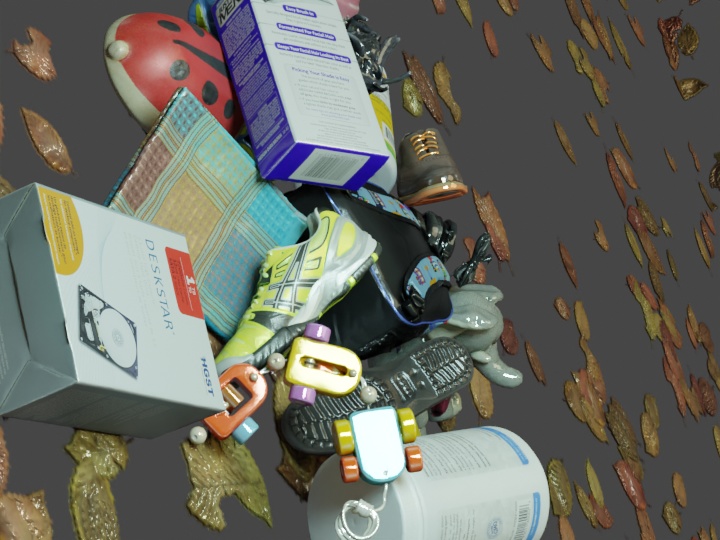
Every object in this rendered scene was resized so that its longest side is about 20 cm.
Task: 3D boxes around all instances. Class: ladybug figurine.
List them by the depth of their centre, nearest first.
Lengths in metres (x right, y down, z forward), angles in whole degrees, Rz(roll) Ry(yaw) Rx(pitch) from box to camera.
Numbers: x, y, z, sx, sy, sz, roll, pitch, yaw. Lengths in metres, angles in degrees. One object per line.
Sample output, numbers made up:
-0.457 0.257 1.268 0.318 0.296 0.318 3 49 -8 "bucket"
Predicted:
-0.162 -0.175 1.638 0.200 0.072 0.136 20 51 -61 "ladybug figurine"

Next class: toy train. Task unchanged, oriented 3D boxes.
-0.046 0.135 1.507 0.200 0.150 0.056 40 -16 3 "toy train"

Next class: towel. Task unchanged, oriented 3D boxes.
-0.132 -0.044 1.559 0.200 0.022 0.147 49 59 -39 "towel"

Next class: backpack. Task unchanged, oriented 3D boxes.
0.000 0.000 1.739 0.183 0.134 0.200 60 18 10 "backpack"

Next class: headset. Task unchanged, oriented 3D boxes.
0.064 -0.047 1.933 0.123 0.094 0.200 17 20 -44 "headset"

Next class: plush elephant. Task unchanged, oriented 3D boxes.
0.096 0.088 1.868 0.200 0.155 0.165 64 22 -10 "plush elephant"

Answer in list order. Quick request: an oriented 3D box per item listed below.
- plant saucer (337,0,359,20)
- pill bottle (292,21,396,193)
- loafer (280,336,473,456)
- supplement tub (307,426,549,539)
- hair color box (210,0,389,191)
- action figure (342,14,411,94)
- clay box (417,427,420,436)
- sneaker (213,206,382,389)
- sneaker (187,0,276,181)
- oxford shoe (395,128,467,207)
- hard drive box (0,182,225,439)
-0.072 -0.356 1.950 0.200 0.051 0.201 39 12 -10 "plant saucer"
-0.023 -0.170 1.907 0.111 0.111 0.200 45 30 -44 "pill bottle"
0.015 0.129 1.668 0.200 0.071 0.073 -18 73 -24 "loafer"
0.065 0.216 1.626 0.200 0.132 0.132 -2 69 -44 "supplement tub"
-0.057 -0.174 1.637 0.109 0.065 0.200 7 55 -38 "hair color box"
-0.039 -0.220 1.815 0.200 0.119 0.102 37 -32 21 "action figure"
0.021 0.173 1.758 0.115 0.048 0.200 -3 73 -67 "clay box"
-0.070 0.026 1.580 0.076 0.075 0.200 44 64 1 "sneaker"
-0.110 -0.186 1.768 0.083 0.071 0.200 -67 136 -74 "sneaker"
0.065 -0.109 1.859 0.200 0.071 0.073 -142 -139 -79 "oxford shoe"
-0.199 0.036 1.339 0.200 0.077 0.156 20 51 -62 "hard drive box"
